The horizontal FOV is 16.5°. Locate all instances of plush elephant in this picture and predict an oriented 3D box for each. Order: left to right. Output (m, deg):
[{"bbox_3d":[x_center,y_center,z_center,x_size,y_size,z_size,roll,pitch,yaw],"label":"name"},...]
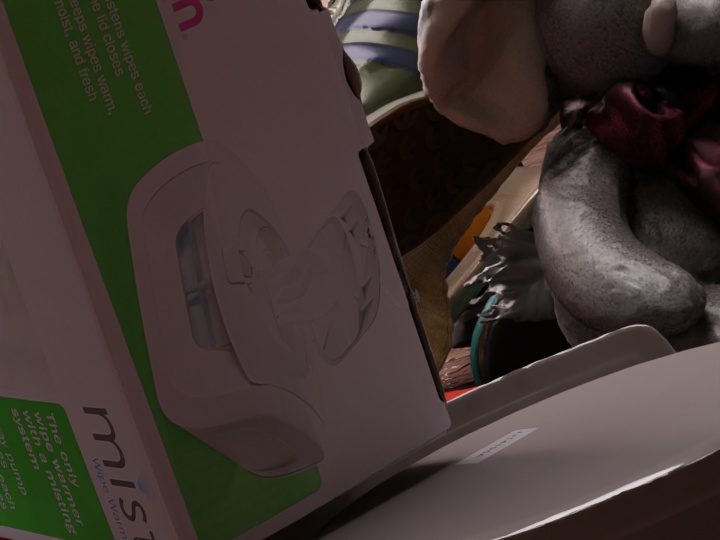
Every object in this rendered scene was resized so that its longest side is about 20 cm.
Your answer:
[{"bbox_3d":[0.108,-0.052,0.816,0.200,0.155,0.165,6,23,42],"label":"plush elephant"}]

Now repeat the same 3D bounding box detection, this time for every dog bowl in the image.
[{"bbox_3d":[0.058,0.064,0.620,0.200,0.059,0.200,-22,5,2],"label":"dog bowl"}]

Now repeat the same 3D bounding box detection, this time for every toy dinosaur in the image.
[{"bbox_3d":[0.000,0.000,0.940,0.200,0.101,0.058,-51,-24,4],"label":"toy dinosaur"}]

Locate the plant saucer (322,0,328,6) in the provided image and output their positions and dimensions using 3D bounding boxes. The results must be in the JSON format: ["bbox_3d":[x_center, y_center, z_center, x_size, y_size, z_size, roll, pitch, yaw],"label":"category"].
[{"bbox_3d":[-0.037,-0.044,1.095,0.200,0.032,0.200,-56,16,25],"label":"plant saucer"}]

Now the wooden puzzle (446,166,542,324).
[{"bbox_3d":[0.000,0.019,1.030,0.200,0.046,0.185,-46,8,-5],"label":"wooden puzzle"}]

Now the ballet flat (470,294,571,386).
[{"bbox_3d":[0.119,-0.003,0.963,0.068,0.068,0.200,4,27,36],"label":"ballet flat"}]

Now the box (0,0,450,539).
[{"bbox_3d":[-0.086,-0.033,0.675,0.097,0.200,0.176,-27,18,-32],"label":"box"}]

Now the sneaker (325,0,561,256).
[{"bbox_3d":[0.015,-0.074,0.889,0.200,0.067,0.090,-41,52,-17],"label":"sneaker"}]

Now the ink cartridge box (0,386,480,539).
[{"bbox_3d":[-0.082,0.051,0.800,0.160,0.047,0.200,-25,10,-32],"label":"ink cartridge box"}]

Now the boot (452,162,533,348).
[{"bbox_3d":[0.051,-0.051,1.225,0.073,0.154,0.204,-21,5,10],"label":"boot"}]
